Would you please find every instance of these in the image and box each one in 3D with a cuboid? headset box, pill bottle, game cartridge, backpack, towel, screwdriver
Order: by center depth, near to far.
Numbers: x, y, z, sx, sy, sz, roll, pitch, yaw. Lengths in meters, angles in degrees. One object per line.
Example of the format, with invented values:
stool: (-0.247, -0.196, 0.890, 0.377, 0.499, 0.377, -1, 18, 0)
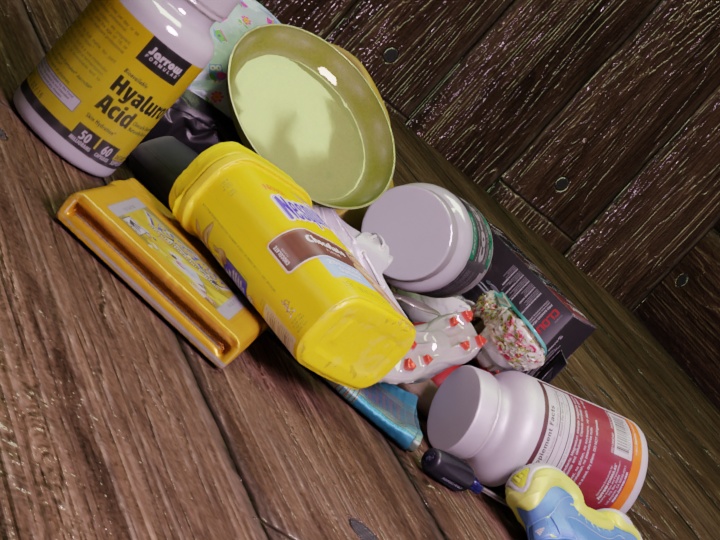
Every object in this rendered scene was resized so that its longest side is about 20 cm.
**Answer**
game cartridge: (-0.149, -0.004, 1.475, 0.176, 0.032, 0.200, 43, 10, 0)
pill bottle: (-0.197, -0.187, 1.575, 0.111, 0.200, 0.111, 40, 10, -8)
towel: (-0.022, 0.079, 1.663, 0.200, 0.022, 0.147, 42, 9, -7)
screwdriver: (0.115, 0.207, 1.673, 0.200, 0.029, 0.028, 40, 8, -46)
pill bottle: (0.166, 0.163, 1.739, 0.199, 0.113, 0.113, 24, 17, -26)
backpack: (-0.149, -0.177, 1.781, 0.167, 0.126, 0.201, 42, 40, -29)
pill bottle: (0.068, -0.031, 1.889, 0.113, 0.113, 0.200, 44, 7, 12)
headset box: (0.162, 0.060, 2.119, 0.200, 0.149, 0.077, 49, 12, 30)

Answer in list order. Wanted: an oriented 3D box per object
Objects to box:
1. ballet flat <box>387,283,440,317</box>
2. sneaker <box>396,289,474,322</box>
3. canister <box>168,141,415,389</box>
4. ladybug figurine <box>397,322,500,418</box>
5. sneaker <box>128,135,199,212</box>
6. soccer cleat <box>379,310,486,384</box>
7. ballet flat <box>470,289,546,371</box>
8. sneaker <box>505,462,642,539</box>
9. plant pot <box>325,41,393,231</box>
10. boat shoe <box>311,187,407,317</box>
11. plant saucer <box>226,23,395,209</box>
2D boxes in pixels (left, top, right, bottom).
ballet flat: (0.075, 0.080, 1.922, 0.200, 0.065, 0.071, 38, 10, -29)
sneaker: (0.110, 0.078, 2.037, 0.200, 0.081, 0.076, 49, 9, 24)
canister: (-0.055, -0.002, 1.534, 0.200, 0.087, 0.148, 49, 10, 32)
ladybug figurine: (0.099, 0.119, 1.832, 0.200, 0.072, 0.136, 41, 10, -13)
sneaker: (-0.129, -0.066, 1.698, 0.106, 0.075, 0.200, 44, 5, 27)
soccer cleat: (0.037, 0.078, 1.675, 0.200, 0.077, 0.070, -4, 65, -52)
ballet flat: (0.137, 0.068, 1.777, 0.076, 0.064, 0.200, 53, 2, -6)
sneaker: (0.204, 0.263, 1.686, 0.200, 0.076, 0.105, 37, 29, -35)
plant pot: (-0.052, -0.108, 1.915, 0.201, 0.200, 0.189, 49, -5, 35)
boat shoe: (0.000, 0.000, 1.754, 0.201, 0.068, 0.072, 65, -5, -3)
plant saucer: (-0.052, -0.140, 1.731, 0.199, 0.031, 0.201, 25, 48, -30)
